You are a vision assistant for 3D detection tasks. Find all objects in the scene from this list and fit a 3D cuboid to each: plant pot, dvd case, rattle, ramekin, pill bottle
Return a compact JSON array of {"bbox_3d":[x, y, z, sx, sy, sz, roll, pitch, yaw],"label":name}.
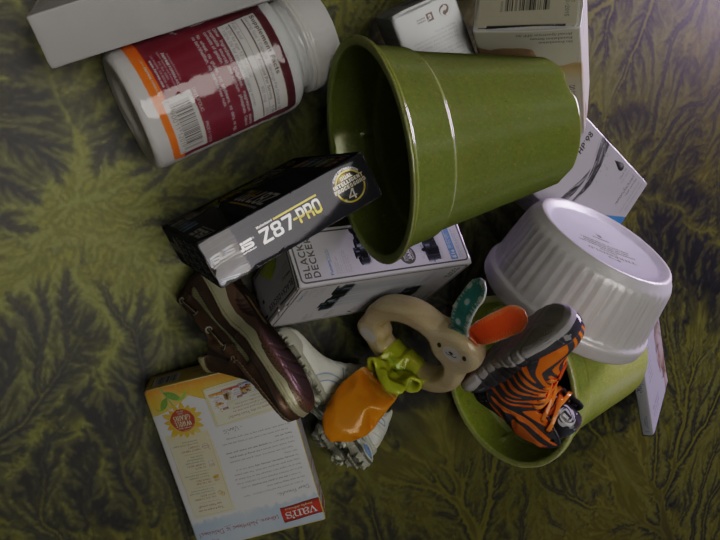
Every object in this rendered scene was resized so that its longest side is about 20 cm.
[{"bbox_3d":[0.238,0.111,0.927,0.184,0.200,0.201,-12,106,-34],"label":"plant pot"},{"bbox_3d":[0.383,0.098,1.030,0.143,0.017,0.201,-42,122,-52],"label":"dvd case"},{"bbox_3d":[0.052,0.093,0.758,0.143,0.200,0.131,-27,101,-35],"label":"rattle"},{"bbox_3d":[0.244,0.002,0.841,0.202,0.203,0.094,13,120,-27],"label":"ramekin"},{"bbox_3d":[-0.125,-0.187,0.720,0.200,0.114,0.115,-28,111,-18],"label":"pill bottle"},{"bbox_3d":[0.090,-0.124,0.707,0.189,0.200,0.201,-13,106,-19],"label":"plant pot"}]

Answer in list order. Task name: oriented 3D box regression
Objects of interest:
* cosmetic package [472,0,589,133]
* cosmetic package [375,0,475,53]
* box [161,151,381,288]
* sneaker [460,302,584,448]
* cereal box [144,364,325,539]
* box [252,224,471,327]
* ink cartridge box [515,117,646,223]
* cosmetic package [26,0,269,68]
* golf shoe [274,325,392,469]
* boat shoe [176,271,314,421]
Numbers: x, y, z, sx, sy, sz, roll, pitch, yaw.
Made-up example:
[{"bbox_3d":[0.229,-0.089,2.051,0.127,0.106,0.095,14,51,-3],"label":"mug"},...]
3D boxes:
[{"bbox_3d":[0.184,-0.220,0.802,0.200,0.105,0.071,47,50,-63],"label":"cosmetic package"},{"bbox_3d":[0.091,-0.189,0.822,0.074,0.102,0.201,-24,110,1],"label":"cosmetic package"},{"bbox_3d":[-0.091,-0.053,0.716,0.161,0.200,0.049,-32,107,-15],"label":"box"},{"bbox_3d":[0.186,0.107,0.756,0.112,0.200,0.078,42,64,4],"label":"sneaker"},{"bbox_3d":[-0.129,0.191,0.817,0.143,0.040,0.201,-13,109,0],"label":"cereal box"},{"bbox_3d":[0.000,0.000,0.806,0.199,0.117,0.060,-9,70,-26],"label":"box"},{"bbox_3d":[0.242,-0.121,0.933,0.200,0.067,0.116,37,85,-27],"label":"ink cartridge box"},{"bbox_3d":[-0.177,-0.237,0.667,0.199,0.083,0.051,-18,126,-1],"label":"cosmetic package"},{"bbox_3d":[-0.033,0.126,0.867,0.097,0.078,0.200,-48,120,-33],"label":"golf shoe"},{"bbox_3d":[-0.118,0.078,0.748,0.075,0.202,0.075,-40,143,2],"label":"boat shoe"}]
